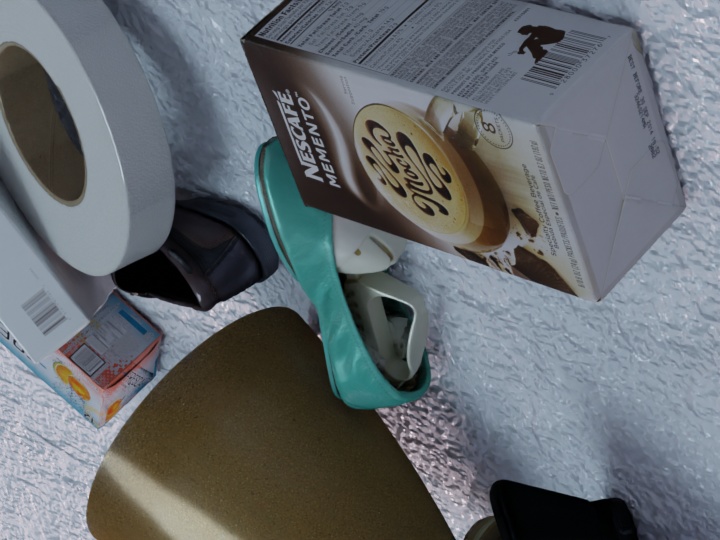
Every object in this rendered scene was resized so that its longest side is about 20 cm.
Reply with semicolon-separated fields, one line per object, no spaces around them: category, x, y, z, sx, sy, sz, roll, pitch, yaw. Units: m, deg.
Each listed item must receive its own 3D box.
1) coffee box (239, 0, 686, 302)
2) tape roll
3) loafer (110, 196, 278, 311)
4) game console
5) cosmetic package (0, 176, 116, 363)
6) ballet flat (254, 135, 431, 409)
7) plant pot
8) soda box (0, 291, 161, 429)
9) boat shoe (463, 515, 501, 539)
coffee box;0.048;-0.072;1.240;0.199;0.080;0.113;19;143;42
tape roll;-0.181;-0.096;1.536;0.203;0.037;0.204;42;146;38
loafer;-0.133;-0.012;1.604;0.199;0.063;0.072;8;134;51
game console;0.119;0.235;1.418;0.176;0.116;0.201;122;137;-54
cosmetic package;-0.244;-0.043;1.653;0.200;0.052;0.151;52;-171;-5
ballet flat;0.000;0.000;1.444;0.070;0.068;0.201;1;133;23
plant pot;-0.031;0.156;1.534;0.200;0.186;0.187;41;153;20
soda box;-0.232;0.017;1.787;0.200;0.064;0.068;41;153;13
boat shoe;0.101;0.233;1.587;0.066;0.074;0.201;14;134;50
